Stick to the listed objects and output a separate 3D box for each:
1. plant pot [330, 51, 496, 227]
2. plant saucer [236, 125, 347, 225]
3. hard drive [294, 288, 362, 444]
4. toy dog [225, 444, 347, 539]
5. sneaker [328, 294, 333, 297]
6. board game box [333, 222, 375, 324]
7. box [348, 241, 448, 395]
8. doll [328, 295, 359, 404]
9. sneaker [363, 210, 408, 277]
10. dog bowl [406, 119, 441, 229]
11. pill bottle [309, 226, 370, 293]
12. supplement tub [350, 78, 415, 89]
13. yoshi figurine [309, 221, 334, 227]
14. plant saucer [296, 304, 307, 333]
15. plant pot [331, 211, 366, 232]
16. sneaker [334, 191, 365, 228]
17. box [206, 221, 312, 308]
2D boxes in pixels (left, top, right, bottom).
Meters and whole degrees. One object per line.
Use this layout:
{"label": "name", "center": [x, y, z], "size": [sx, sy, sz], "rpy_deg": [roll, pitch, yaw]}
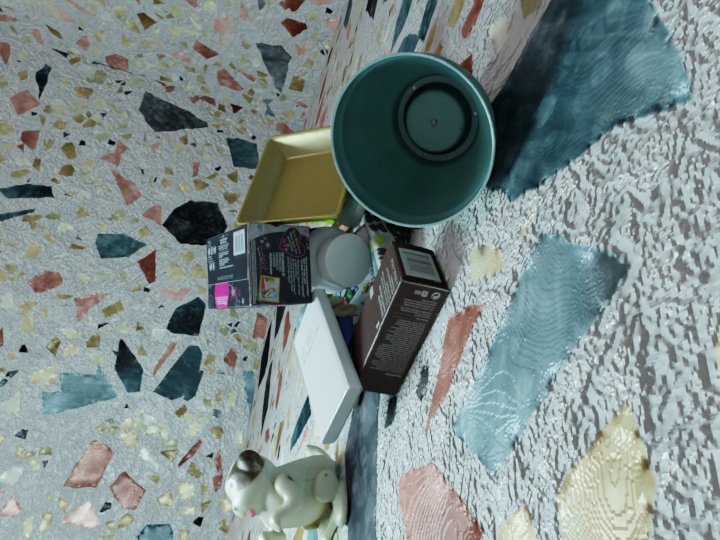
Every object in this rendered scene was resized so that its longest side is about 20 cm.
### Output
{"label": "plant pot", "center": [0.080, -0.173, 0.653], "size": [0.134, 0.199, 0.201], "rpy_deg": [-49, -13, -53]}
{"label": "plant saucer", "center": [-0.092, -0.151, 0.883], "size": [0.049, 0.198, 0.202], "rpy_deg": [54, -138, -49]}
{"label": "hard drive", "center": [-0.057, 0.145, 0.816], "size": [0.133, 0.026, 0.201], "rpy_deg": [-67, 31, 34]}
{"label": "toy dog", "center": [-0.133, 0.377, 0.907], "size": [0.195, 0.198, 0.140], "rpy_deg": [-91, 21, -44]}
{"label": "sneaker", "center": [-0.071, 0.024, 1.096], "size": [0.074, 0.083, 0.200], "rpy_deg": [-43, 9, 35]}
{"label": "board game box", "center": [0.000, 0.000, 0.977], "size": [0.126, 0.034, 0.201], "rpy_deg": [-39, 34, 31]}
{"label": "box", "center": [0.046, 0.070, 0.746], "size": [0.101, 0.074, 0.202], "rpy_deg": [-101, 25, -56]}
{"label": "doll", "center": [-0.029, 0.152, 0.899], "size": [0.136, 0.048, 0.202], "rpy_deg": [27, 127, 52]}
{"label": "sneaker", "center": [0.039, -0.036, 0.876], "size": [0.201, 0.077, 0.080], "rpy_deg": [-92, 12, -47]}
{"label": "dog bowl", "center": [0.081, -0.173, 0.828], "size": [0.200, 0.073, 0.202], "rpy_deg": [-166, 90, -76]}
{"label": "pill bottle", "center": [-0.072, -0.019, 0.945], "size": [0.199, 0.119, 0.121], "rpy_deg": [2, 78, 56]}
{"label": "supplement tub", "center": [0.027, -0.250, 0.973], "size": [0.140, 0.139, 0.202], "rpy_deg": [175, 108, -75]}
{"label": "yoshi figurine", "center": [-0.070, -0.105, 1.267], "size": [0.113, 0.111, 0.201], "rpy_deg": [-95, 20, -51]}
{"label": "plant saucer", "center": [-0.094, 0.165, 1.002], "size": [0.200, 0.027, 0.203], "rpy_deg": [169, 90, -79]}
{"label": "plant pot", "center": [-0.021, -0.119, 1.111], "size": [0.200, 0.027, 0.200], "rpy_deg": [-50, 11, 13]}
{"label": "sneaker", "center": [-0.061, -0.129, 0.950], "size": [0.200, 0.117, 0.075], "rpy_deg": [5, 77, 70]}
{"label": "box", "center": [-0.176, -0.003, 0.894], "size": [0.199, 0.114, 0.134], "rpy_deg": [-8, 83, 54]}
